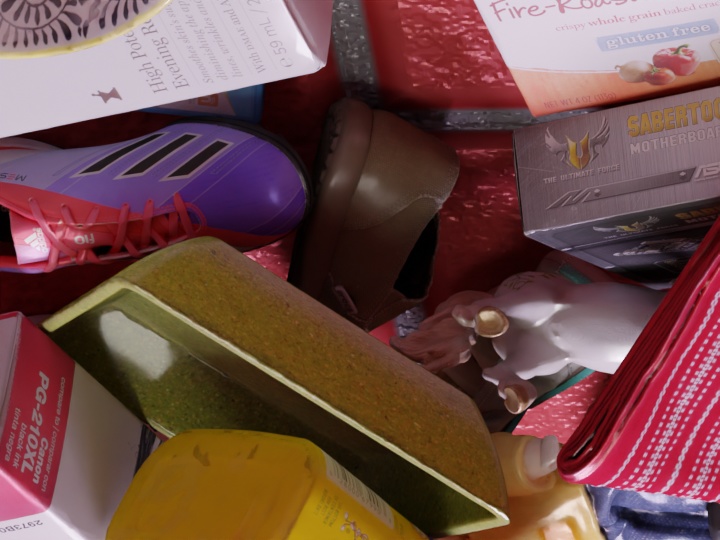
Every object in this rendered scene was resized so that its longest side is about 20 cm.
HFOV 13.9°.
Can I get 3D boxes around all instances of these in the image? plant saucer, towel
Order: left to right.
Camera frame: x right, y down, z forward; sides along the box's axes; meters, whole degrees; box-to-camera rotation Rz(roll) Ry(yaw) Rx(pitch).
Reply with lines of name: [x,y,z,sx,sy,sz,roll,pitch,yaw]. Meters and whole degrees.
plant saucer: [-0.039,0.051,1.317,0.199,0.048,0.200,32,162,-12]
towel: [0.179,0.042,1.257,0.199,0.022,0.145,12,117,-48]

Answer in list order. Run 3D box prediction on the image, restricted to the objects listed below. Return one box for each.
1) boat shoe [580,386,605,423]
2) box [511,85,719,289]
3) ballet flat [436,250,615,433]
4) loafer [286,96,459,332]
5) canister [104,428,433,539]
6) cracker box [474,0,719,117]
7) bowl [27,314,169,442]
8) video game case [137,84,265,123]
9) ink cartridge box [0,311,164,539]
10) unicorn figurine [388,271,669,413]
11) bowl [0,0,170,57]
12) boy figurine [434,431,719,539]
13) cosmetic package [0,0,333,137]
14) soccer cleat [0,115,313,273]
boat shoe: [0.150,0.093,1.478,0.065,0.072,0.200,42,162,18]
box: [0.186,-0.041,1.257,0.199,0.049,0.158,-11,165,26]
ballet flat: [0.067,0.049,1.457,0.064,0.067,0.200,40,141,-1]
loafer: [0.000,0.000,1.376,0.067,0.076,0.200,14,147,-1]
canister: [-0.004,0.158,1.343,0.200,0.087,0.148,41,157,-30]
cracker box: [0.102,-0.146,1.149,0.133,0.058,0.200,-8,144,19]
bowl: [-0.155,0.084,1.514,0.199,0.095,0.201,4,148,3]
video game case: [-0.139,-0.120,1.266,0.199,0.018,0.143,6,147,0]
ink cartridge box: [-0.171,0.113,1.396,0.144,0.085,0.200,-11,144,26]
unicorn figurine: [0.124,0.034,1.313,0.199,0.074,0.137,21,-168,12]
bowl: [-0.134,-0.185,1.061,0.199,0.094,0.201,7,133,8]
boy figurine: [0.089,0.116,1.413,0.199,0.065,0.125,-3,145,14]
cosmetic package: [-0.120,-0.117,1.185,0.199,0.074,0.102,-12,136,18]
soccer cleat: [-0.115,-0.026,1.321,0.199,0.073,0.069,0,116,29]
